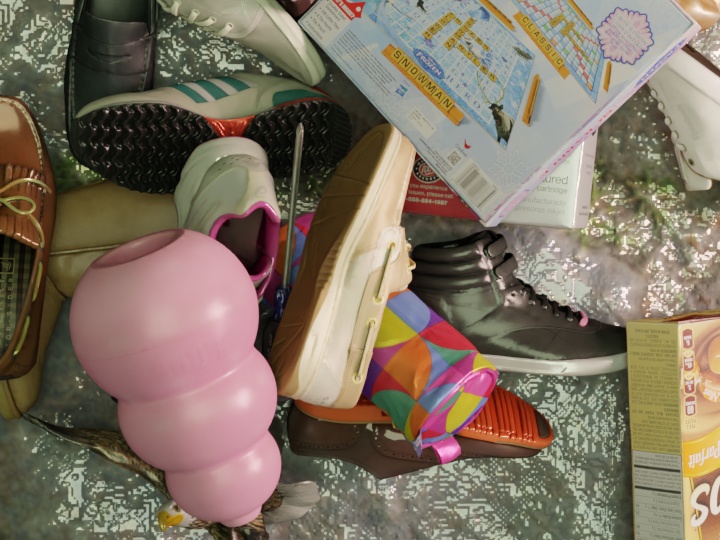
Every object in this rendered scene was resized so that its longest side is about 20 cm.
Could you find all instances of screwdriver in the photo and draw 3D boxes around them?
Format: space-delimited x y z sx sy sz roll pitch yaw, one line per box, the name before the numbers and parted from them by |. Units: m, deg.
screwdriver | -0.052 -0.005 1.358 0.028 0.029 0.200 0 100 -22

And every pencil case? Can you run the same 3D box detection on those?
pencil case | 0.006 0.046 1.388 0.088 0.088 0.200 -46 67 0

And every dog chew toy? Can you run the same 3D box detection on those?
dog chew toy | -0.112 0.076 1.277 0.125 0.125 0.200 -20 104 -2

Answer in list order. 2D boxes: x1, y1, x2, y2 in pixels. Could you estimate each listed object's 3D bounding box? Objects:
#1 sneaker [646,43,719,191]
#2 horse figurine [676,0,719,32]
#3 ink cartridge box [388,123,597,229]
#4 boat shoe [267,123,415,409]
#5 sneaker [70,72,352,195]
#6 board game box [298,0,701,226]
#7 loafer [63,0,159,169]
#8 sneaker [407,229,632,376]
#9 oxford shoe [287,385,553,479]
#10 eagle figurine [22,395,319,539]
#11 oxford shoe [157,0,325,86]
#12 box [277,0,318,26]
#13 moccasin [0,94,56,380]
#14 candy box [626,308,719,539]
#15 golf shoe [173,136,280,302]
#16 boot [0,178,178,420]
sneaker | 0.245 -0.110 1.432 0.200 0.073 0.085 41 107 4
horse figurine | 0.249 -0.224 1.413 0.200 0.050 0.133 -26 99 -35
ink cartridge box | 0.099 -0.136 1.402 0.146 0.083 0.200 6 93 12
boat shoe | 0.000 0.000 1.326 0.069 0.074 0.200 24 83 -24
sneaker | -0.111 -0.105 1.402 0.200 0.093 0.070 -4 113 -10
board game box | 0.094 -0.169 1.337 0.200 0.041 0.200 -43 80 12
loafer | -0.181 -0.172 1.405 0.068 0.070 0.201 10 93 3
sneaker | 0.122 0.022 1.433 0.200 0.071 0.099 4 98 1
oxford shoe | 0.043 0.119 1.448 0.200 0.071 0.073 10 121 -7
eagle figurine | -0.125 0.145 1.390 0.152 0.151 0.200 -33 88 -10
oxford shoe | -0.106 -0.194 1.364 0.200 0.075 0.058 42 81 -21
box | -0.032 -0.303 1.356 0.164 0.166 0.200 45 90 -2
moccasin | -0.256 -0.025 1.355 0.074 0.078 0.201 6 81 -1
candy box | 0.255 0.131 1.428 0.115 0.055 0.200 -6 94 -41
golf shoe | -0.103 0.009 1.355 0.075 0.092 0.200 0 121 -25
boot | -0.180 0.012 1.421 0.200 0.066 0.175 -8 94 -4
